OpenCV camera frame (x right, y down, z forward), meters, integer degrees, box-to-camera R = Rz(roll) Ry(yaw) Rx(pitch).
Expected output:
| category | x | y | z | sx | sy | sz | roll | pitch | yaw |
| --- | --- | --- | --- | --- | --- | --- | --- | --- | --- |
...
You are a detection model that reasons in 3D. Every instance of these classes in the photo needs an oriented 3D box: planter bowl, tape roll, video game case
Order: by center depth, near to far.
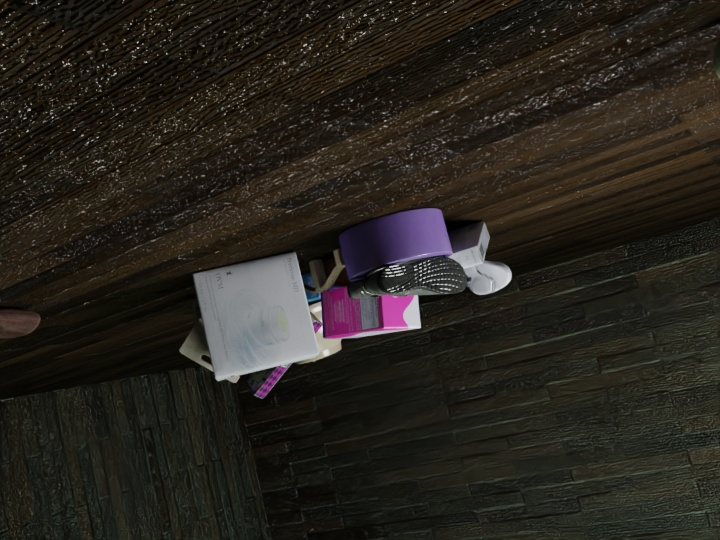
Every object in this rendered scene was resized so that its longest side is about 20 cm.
| category | x | y | z | sx | sy | sz | roll | pitch | yaw |
| --- | --- | --- | --- | --- | --- | --- | --- | --- | --- |
| tape roll | 0.065 | -0.045 | 1.398 | 0.199 | 0.085 | 0.200 | -14 | 173 | -2 |
| video game case | -0.195 | 0.135 | 1.580 | 0.200 | 0.181 | 0.036 | -50 | 140 | 4 |
| planter bowl | -0.121 | 0.147 | 1.843 | 0.200 | 0.135 | 0.200 | -18 | -177 | 1 |

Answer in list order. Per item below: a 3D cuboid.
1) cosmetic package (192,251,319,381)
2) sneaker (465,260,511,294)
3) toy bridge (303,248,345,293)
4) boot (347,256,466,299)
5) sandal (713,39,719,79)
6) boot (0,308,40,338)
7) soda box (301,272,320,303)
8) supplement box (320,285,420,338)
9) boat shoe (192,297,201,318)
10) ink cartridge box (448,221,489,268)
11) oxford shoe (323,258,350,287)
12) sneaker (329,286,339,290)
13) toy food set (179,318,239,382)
| category | x | y | z | sx | sy | sz | roll | pitch | yaw |
| --- | --- | --- | --- | --- | --- | --- | --- | --- | --- |
| cosmetic package | -0.199 | 0.089 | 1.440 | 0.199 | 0.200 | 0.123 | -13 | 172 | -11 |
| sneaker | 0.236 | -0.003 | 1.587 | 0.200 | 0.075 | 0.115 | -5 | -160 | 37 |
| toy bridge | -0.086 | 0.010 | 1.584 | 0.027 | 0.067 | 0.200 | -8 | 170 | -40 |
| boot | 0.084 | 0.019 | 1.388 | 0.200 | 0.068 | 0.131 | -1 | 171 | -30 |
| sandal | 0.447 | -0.233 | 0.828 | 0.200 | 0.080 | 0.057 | -3 | -175 | -29 |
| boot | -0.655 | 0.100 | 1.245 | 0.186 | 0.064 | 0.200 | -12 | 177 | 3 |
| soda box | -0.181 | 0.060 | 1.783 | 0.199 | 0.064 | 0.068 | -16 | 172 | 17 |
| supplement box | 0.017 | 0.080 | 1.539 | 0.101 | 0.104 | 0.200 | 3 | 171 | -39 |
| boat shoe | -0.291 | 0.063 | 1.637 | 0.071 | 0.072 | 0.200 | -18 | -173 | -40 |
| ink cartridge box | 0.174 | -0.037 | 1.569 | 0.173 | 0.044 | 0.200 | -18 | -167 | 18 |
| oxford shoe | 0.000 | 0.000 | 1.578 | 0.199 | 0.072 | 0.071 | -3 | -178 | 18 |
| sneaker | 0.019 | -0.011 | 1.661 | 0.200 | 0.070 | 0.100 | -17 | 166 | -11 |
| toy food set | -0.315 | 0.160 | 1.718 | 0.060 | 0.143 | 0.200 | -54 | -170 | 27 |
